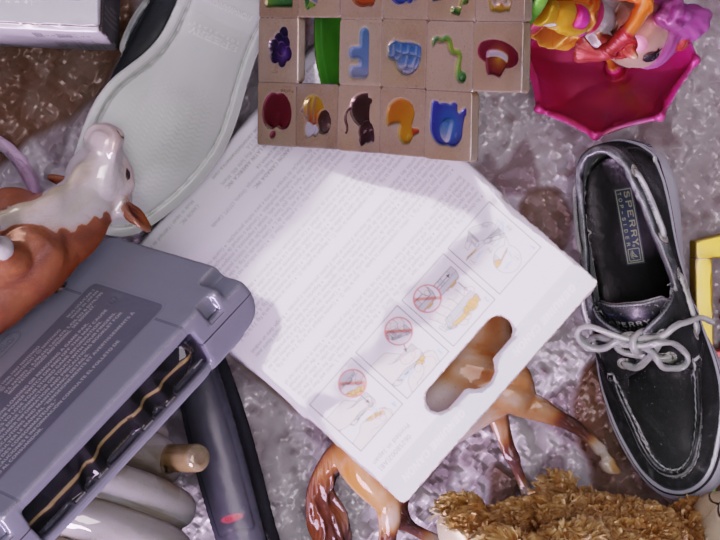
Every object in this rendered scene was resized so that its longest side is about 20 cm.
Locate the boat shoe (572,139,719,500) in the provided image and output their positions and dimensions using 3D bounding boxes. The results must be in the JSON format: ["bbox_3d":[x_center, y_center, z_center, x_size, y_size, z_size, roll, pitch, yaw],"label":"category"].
[{"bbox_3d":[0.154,0.028,1.250,0.073,0.068,0.200,-6,91,22],"label":"boat shoe"}]

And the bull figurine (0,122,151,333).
[{"bbox_3d":[-0.199,-0.002,1.171,0.200,0.121,0.065,-39,69,11],"label":"bull figurine"}]

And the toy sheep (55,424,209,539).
[{"bbox_3d":[-0.145,0.128,1.219,0.137,0.138,0.201,18,75,-3],"label":"toy sheep"}]

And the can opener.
[{"bbox_3d":[-0.067,0.135,1.255,0.078,0.063,0.201,-12,93,-2],"label":"can opener"}]

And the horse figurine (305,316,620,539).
[{"bbox_3d":[0.045,0.095,1.267,0.200,0.050,0.133,-33,100,-4],"label":"horse figurine"}]

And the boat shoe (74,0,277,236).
[{"bbox_3d":[-0.094,-0.110,1.249,0.076,0.060,0.200,34,88,-15],"label":"boat shoe"}]

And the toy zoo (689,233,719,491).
[{"bbox_3d":[0.249,0.050,1.289,0.131,0.020,0.201,-2,92,-3],"label":"toy zoo"}]

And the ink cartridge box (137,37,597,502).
[{"bbox_3d":[0.000,0.000,1.250,0.200,0.057,0.163,42,89,2],"label":"ink cartridge box"}]

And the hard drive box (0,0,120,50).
[{"bbox_3d":[-0.226,-0.158,1.193,0.199,0.156,0.077,2,91,-3],"label":"hard drive box"}]

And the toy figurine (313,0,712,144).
[{"bbox_3d":[0.106,-0.132,1.200,0.184,0.200,0.151,7,76,-34],"label":"toy figurine"}]

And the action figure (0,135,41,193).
[{"bbox_3d":[-0.297,-0.031,1.239,0.200,0.149,0.134,-41,64,17],"label":"action figure"}]

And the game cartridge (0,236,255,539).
[{"bbox_3d":[-0.157,0.067,1.164,0.200,0.133,0.041,-47,129,-22],"label":"game cartridge"}]

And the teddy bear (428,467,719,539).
[{"bbox_3d":[0.133,0.141,1.199,0.199,0.145,0.067,10,94,-8],"label":"teddy bear"}]

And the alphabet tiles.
[{"bbox_3d":[0.013,-0.141,1.147,0.008,0.200,0.168,-3,98,-41],"label":"alphabet tiles"}]
